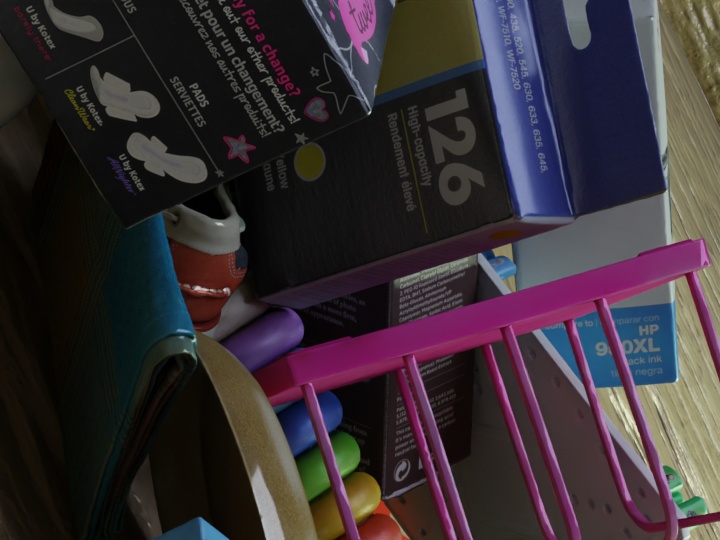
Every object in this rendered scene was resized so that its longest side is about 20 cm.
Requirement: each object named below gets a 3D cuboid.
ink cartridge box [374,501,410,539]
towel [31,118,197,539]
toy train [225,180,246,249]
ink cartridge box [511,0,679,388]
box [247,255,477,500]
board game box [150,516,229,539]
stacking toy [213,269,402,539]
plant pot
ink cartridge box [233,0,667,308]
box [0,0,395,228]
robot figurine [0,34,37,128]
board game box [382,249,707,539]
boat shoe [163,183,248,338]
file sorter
[{"bbox_3d":[0.064,0.208,1.320,0.163,0.057,0.200,41,34,-51],"label":"ink cartridge box"},{"bbox_3d":[-0.108,-0.003,1.005,0.022,0.147,0.200,3,51,-21],"label":"towel"},{"bbox_3d":[-0.032,-0.029,1.234,0.200,0.042,0.057,-15,94,-40],"label":"toy train"},{"bbox_3d":[0.119,-0.057,1.232,0.145,0.084,0.200,-78,162,-66],"label":"ink cartridge box"},{"bbox_3d":[0.000,0.000,1.171,0.075,0.100,0.200,-23,123,-43],"label":"box"},{"bbox_3d":[-0.063,0.174,0.832,0.200,0.153,0.040,46,24,-46],"label":"board game box"},{"bbox_3d":[-0.023,0.101,1.110,0.200,0.085,0.085,56,18,2],"label":"stacking toy"},{"bbox_3d":[-0.048,0.117,0.971,0.200,0.027,0.201,167,-90,-74],"label":"plant pot"},{"bbox_3d":[0.023,-0.102,1.054,0.047,0.200,0.198,6,70,-54],"label":"ink cartridge box"},{"bbox_3d":[-0.061,-0.130,0.942,0.132,0.115,0.200,59,19,-21],"label":"box"},{"bbox_3d":[-0.173,-0.123,0.986,0.200,0.113,0.170,-79,164,-62],"label":"robot figurine"},{"bbox_3d":[0.078,0.103,1.221,0.026,0.200,0.200,-22,64,-33],"label":"board game box"},{"bbox_3d":[-0.093,-0.037,1.089,0.071,0.063,0.200,10,24,-19],"label":"boat shoe"},{"bbox_3d":[0.053,0.081,1.028,0.139,0.200,0.126,-29,-103,67],"label":"file sorter"}]
